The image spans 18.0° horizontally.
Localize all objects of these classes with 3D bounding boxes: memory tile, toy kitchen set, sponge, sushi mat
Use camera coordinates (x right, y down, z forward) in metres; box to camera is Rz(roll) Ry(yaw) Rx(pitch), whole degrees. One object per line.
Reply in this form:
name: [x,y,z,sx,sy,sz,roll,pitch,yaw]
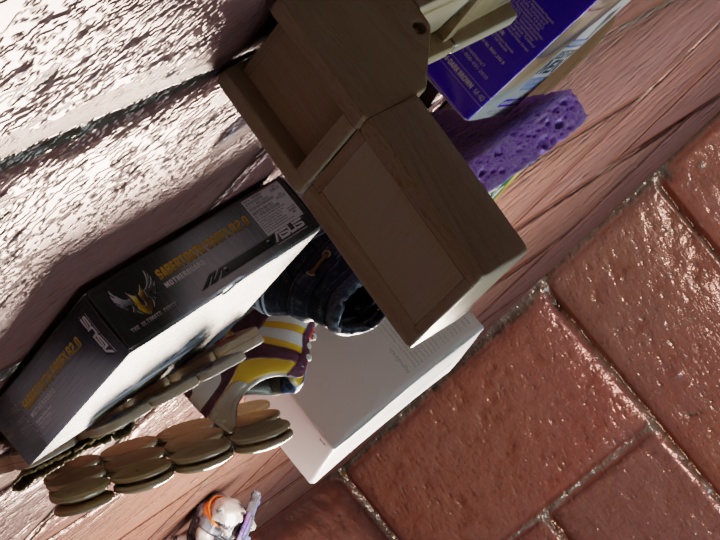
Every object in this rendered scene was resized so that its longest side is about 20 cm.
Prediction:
memory tile: [-0.156,0.149,1.820,0.199,0.017,0.153,-17,-171,-11]
toy kitchen set: [0.038,-0.069,1.239,0.199,0.181,0.163,-29,169,-38]
sponge: [0.067,-0.084,1.638,0.111,0.030,0.200,-36,-166,-24]
sushi mat: [-0.204,0.126,1.649,0.095,0.012,0.200,-26,-177,-4]

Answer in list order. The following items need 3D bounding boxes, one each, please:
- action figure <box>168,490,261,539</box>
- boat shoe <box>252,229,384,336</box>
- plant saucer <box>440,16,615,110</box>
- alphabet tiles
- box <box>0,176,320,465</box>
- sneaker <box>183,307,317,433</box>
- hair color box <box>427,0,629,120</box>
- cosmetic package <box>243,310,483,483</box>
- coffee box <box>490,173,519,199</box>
action figure: [-0.215,0.378,3.068,0.194,0.104,0.201,-52,-168,39]
boat shoe: [0.000,0.000,1.764,0.200,0.090,0.071,-30,135,-52]
plant saucer: [0.133,-0.159,1.833,0.200,0.030,0.200,-39,173,-6]
alphabet tiles: [-0.166,0.092,1.620,0.199,0.015,0.195,-29,-175,-27]
box: [-0.134,0.032,1.499,0.200,0.048,0.158,-34,172,-44]
sneaker: [-0.062,0.050,1.836,0.200,0.090,0.075,-37,173,-22]
hair color box: [0.137,-0.188,1.521,0.200,0.065,0.109,-44,172,16]
cosmetic package: [-0.002,0.096,2.318,0.200,0.123,0.199,-40,173,-16]
coffee box: [0.065,-0.053,2.062,0.200,0.044,0.123,-35,171,-39]
